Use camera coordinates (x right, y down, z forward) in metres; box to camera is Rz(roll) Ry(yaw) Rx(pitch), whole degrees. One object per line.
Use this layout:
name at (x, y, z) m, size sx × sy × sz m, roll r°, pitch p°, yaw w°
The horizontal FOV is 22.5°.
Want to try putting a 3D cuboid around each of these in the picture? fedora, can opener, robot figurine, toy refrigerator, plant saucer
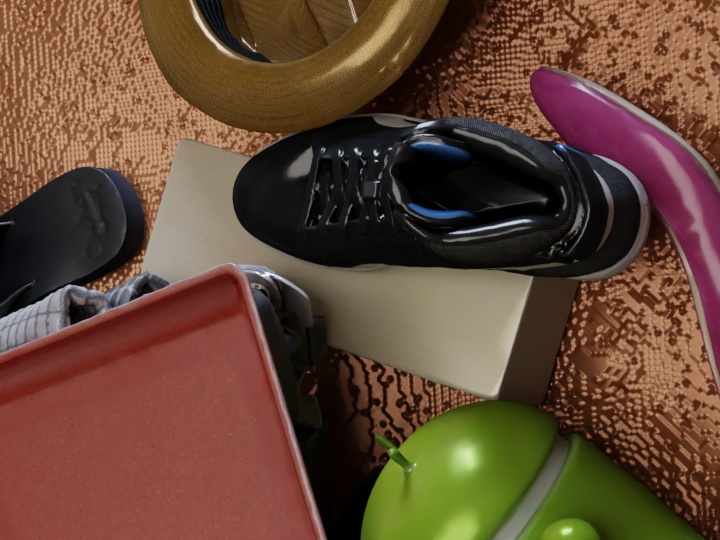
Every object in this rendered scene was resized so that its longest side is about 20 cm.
fedora at (-0.014, -0.151, 0.865) m, size 0.200 × 0.082 × 0.202 m, roll -11°, pitch 69°, yaw 31°
can opener at (-0.048, 0.090, 0.858) m, size 0.053 × 0.067 × 0.201 m, roll 14°, pitch 123°, yaw 26°
robot figurine at (0.085, 0.137, 0.787) m, size 0.200 × 0.175 × 0.116 m, roll 40°, pitch 84°, yaw -2°
toy refrigerator at (0.000, 0.000, 0.876) m, size 0.199 × 0.070 × 0.076 m, roll 17°, pitch 91°, yaw 26°
plant saucer at (-0.097, 0.121, 0.789) m, size 0.199 × 0.037 × 0.201 m, roll -21°, pitch 82°, yaw 25°

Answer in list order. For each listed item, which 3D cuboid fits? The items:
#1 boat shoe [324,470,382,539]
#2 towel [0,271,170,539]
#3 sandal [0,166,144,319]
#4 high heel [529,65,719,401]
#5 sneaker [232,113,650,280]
boat shoe at (-0.030, 0.175, 0.832) m, size 0.068 × 0.200 × 0.057 m, roll -8°, pitch 123°, yaw 50°
towel at (-0.131, 0.114, 0.904) m, size 0.165 × 0.085 × 0.201 m, roll -20°, pitch 80°, yaw 55°
sandal at (-0.206, 0.006, 0.994) m, size 0.200 × 0.043 × 0.076 m, roll -38°, pitch 74°, yaw 23°
high heel at (0.134, -0.002, 0.806) m, size 0.200 × 0.067 × 0.096 m, roll 40°, pitch 97°, yaw 8°
sneaker at (0.014, -0.039, 0.772) m, size 0.199 × 0.112 × 0.074 m, roll 4°, pitch 85°, yaw 27°
